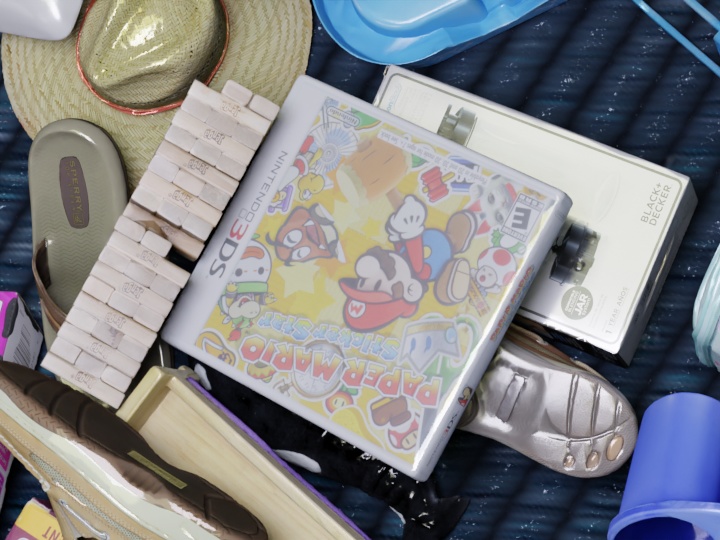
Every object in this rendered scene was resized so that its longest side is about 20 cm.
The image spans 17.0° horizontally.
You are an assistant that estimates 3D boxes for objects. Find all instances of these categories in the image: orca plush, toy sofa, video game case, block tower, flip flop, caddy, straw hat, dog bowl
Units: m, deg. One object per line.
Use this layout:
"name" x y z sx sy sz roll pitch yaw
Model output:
"orca plush" -0.031 0.095 1.439 0.105 0.071 0.200 -39 73 3
"toy sofa" -0.062 0.148 1.418 0.200 0.098 0.083 40 98 18
"video game case" 0.000 0.000 1.401 0.200 0.023 0.182 26 86 31
"block tower" -0.119 -0.019 1.425 0.054 0.058 0.201 29 83 -4
"flip flop" -0.167 0.007 1.475 0.081 0.058 0.201 -5 103 13
"caddy" 0.211 0.150 1.313 0.141 0.200 0.105 8 64 17
"straw hat" -0.128 -0.144 1.477 0.200 0.085 0.202 0 90 -1
"dog bowl" 0.069 -0.195 1.486 0.199 0.050 0.112 -26 74 8

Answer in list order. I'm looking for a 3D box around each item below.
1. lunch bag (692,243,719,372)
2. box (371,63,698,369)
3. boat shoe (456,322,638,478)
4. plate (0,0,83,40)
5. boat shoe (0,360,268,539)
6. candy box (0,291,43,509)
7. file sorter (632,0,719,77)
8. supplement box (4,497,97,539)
"lunch bag" 0.255 -0.031 1.351 0.077 0.160 0.201 24 86 16
"box" 0.088 -0.033 1.443 0.199 0.060 0.117 21 84 16
"boat shoe" 0.074 0.061 1.423 0.200 0.072 0.076 31 99 11
"plate" -0.232 -0.252 1.513 0.199 0.032 0.201 12 81 35
"boat shoe" -0.151 0.129 1.365 0.200 0.072 0.076 35 106 18
"candy box" -0.285 0.109 1.472 0.136 0.061 0.201 2 61 14
"file sorter" 0.250 -0.215 1.402 0.200 0.139 0.123 -46 70 1
"supplement box" -0.182 0.255 1.427 0.131 0.103 0.200 29 87 16
